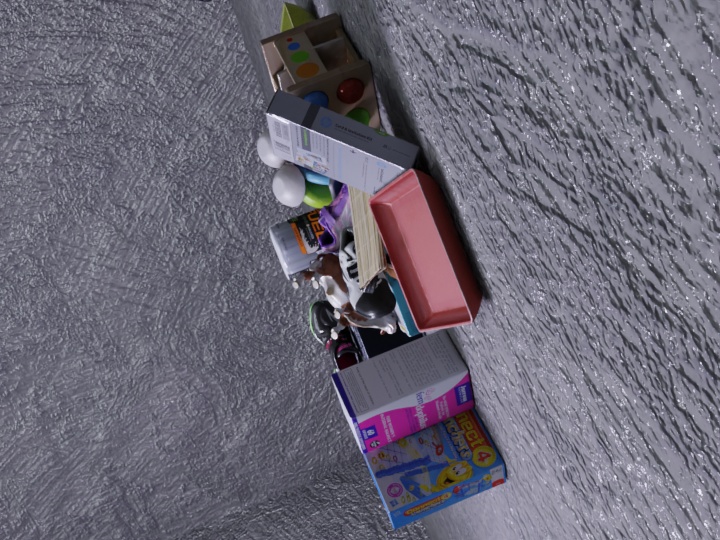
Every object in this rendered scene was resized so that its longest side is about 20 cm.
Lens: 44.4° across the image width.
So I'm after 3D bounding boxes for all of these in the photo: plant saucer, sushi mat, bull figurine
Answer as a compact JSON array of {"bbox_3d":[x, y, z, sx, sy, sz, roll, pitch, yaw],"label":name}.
[{"bbox_3d":[0.087,-0.024,1.149,0.201,0.037,0.200,69,163,1],"label":"plant saucer"},{"bbox_3d":[0.007,-0.081,1.303,0.096,0.012,0.201,132,135,-61],"label":"sushi mat"},{"bbox_3d":[-0.084,-0.367,1.575,0.200,0.048,0.201,-165,54,-83],"label":"plant saucer"},{"bbox_3d":[-0.025,0.052,1.559,0.200,0.121,0.065,47,127,17],"label":"bull figurine"}]

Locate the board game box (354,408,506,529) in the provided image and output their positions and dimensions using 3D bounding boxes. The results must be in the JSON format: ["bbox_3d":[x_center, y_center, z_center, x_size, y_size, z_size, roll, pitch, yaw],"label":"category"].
[{"bbox_3d":[0.105,0.288,1.430,0.056,0.195,0.200,75,171,-45],"label":"board game box"}]

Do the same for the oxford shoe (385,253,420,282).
[{"bbox_3d":[0.076,0.003,1.335,0.072,0.071,0.200,65,174,-14],"label":"oxford shoe"}]

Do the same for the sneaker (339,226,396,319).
[{"bbox_3d":[0.000,0.000,1.480,0.200,0.074,0.089,-119,7,-50],"label":"sneaker"}]

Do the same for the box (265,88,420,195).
[{"bbox_3d":[-0.024,-0.160,1.180,0.199,0.041,0.156,24,168,4],"label":"box"}]

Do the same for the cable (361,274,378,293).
[{"bbox_3d":[0.014,-0.070,1.341,0.097,0.050,0.201,-148,71,-71],"label":"cable"}]

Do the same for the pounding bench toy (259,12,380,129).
[{"bbox_3d":[-0.049,-0.243,1.319,0.200,0.124,0.156,76,170,-50],"label":"pounding bench toy"}]

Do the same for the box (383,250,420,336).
[{"bbox_3d":[0.065,0.009,1.526,0.082,0.049,0.201,-148,37,-81],"label":"box"}]

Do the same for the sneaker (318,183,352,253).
[{"bbox_3d":[-0.029,-0.107,1.583,0.081,0.088,0.201,-112,29,-51],"label":"sneaker"}]

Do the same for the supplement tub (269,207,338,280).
[{"bbox_3d":[-0.079,-0.068,1.837,0.123,0.199,0.123,158,90,-84],"label":"supplement tub"}]

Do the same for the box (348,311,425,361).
[{"bbox_3d":[0.028,0.065,1.723,0.197,0.123,0.201,-150,39,-83],"label":"box"}]

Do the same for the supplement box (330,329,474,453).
[{"bbox_3d":[0.069,0.192,1.410,0.104,0.199,0.102,-119,9,-46],"label":"supplement box"}]

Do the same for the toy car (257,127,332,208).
[{"bbox_3d":[-0.096,-0.231,1.781,0.150,0.174,0.201,-35,72,46],"label":"toy car"}]

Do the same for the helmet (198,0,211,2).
[{"bbox_3d":[-0.294,-0.659,1.779,0.200,0.190,0.201,39,-148,-30],"label":"helmet"}]

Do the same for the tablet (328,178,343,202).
[{"bbox_3d":[-0.024,-0.136,1.690,0.201,0.014,0.131,76,-156,-47],"label":"tablet"}]

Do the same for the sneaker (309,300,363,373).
[{"bbox_3d":[-0.036,0.145,1.728,0.201,0.076,0.084,64,157,9],"label":"sneaker"}]
